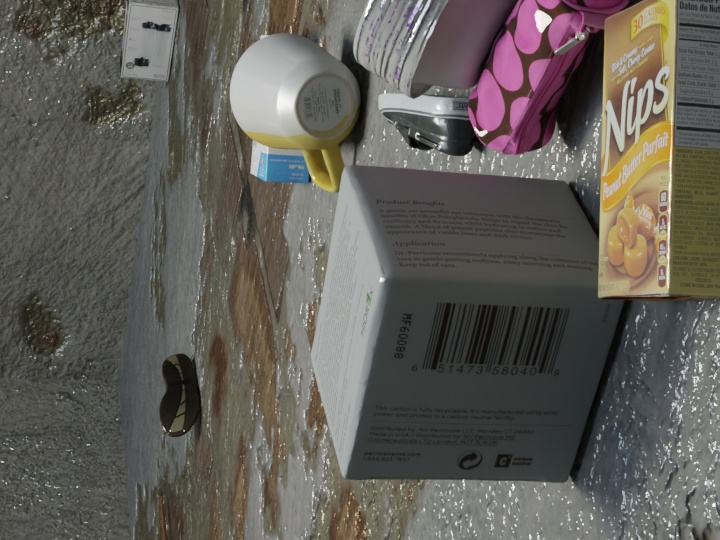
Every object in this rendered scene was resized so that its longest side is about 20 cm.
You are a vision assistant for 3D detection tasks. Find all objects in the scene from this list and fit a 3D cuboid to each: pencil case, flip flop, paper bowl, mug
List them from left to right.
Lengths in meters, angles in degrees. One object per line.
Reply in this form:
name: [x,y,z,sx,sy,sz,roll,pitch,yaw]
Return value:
flip flop: [-0.355,0.249,3.063,0.201,0.080,0.058,-103,4,-47]
mug: [-0.059,-0.208,1.982,0.150,0.186,0.153,-55,26,-3]
paper bowl: [0.089,-0.238,1.337,0.201,0.104,0.201,-54,-9,-13]
pencil case: [0.147,-0.173,1.250,0.201,0.090,0.095,112,151,-56]

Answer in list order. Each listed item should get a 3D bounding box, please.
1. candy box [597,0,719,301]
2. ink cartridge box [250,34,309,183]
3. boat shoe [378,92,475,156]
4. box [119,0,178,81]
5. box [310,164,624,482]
candy box: [0.209,-0.081,1.061,0.115,0.055,0.203,171,101,-74]
ink cartridge box: [-0.109,-0.231,2.228,0.116,0.067,0.203,-148,61,-72]
boat shoe: [0.065,-0.150,1.584,0.200,0.068,0.057,-157,69,-71]
box: [-0.483,-0.535,3.564,0.060,0.115,0.201,-102,19,-48]
box: [0.077,0.044,1.256,0.172,0.197,0.202,-109,26,-54]
